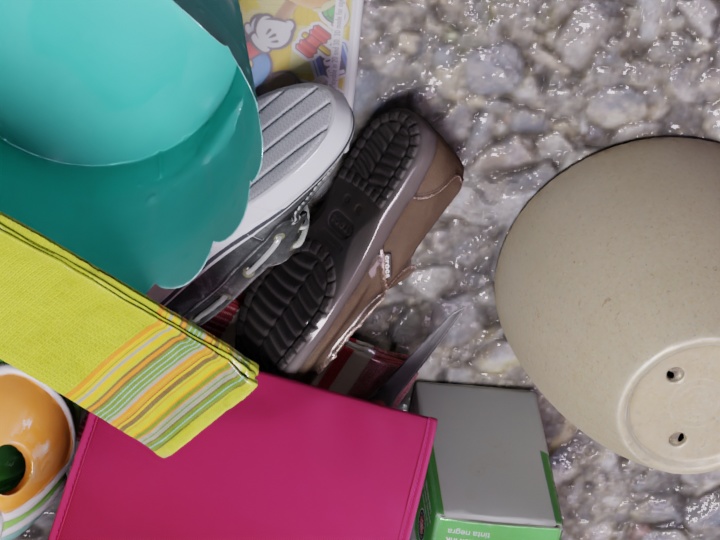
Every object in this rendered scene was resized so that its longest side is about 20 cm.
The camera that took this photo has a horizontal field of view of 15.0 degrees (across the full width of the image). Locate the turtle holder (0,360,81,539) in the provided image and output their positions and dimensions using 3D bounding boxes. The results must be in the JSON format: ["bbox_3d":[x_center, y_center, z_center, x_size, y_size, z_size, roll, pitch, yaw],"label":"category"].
[{"bbox_3d":[-0.262,0.108,1.642,0.185,0.132,0.141,-3,131,7],"label":"turtle holder"}]

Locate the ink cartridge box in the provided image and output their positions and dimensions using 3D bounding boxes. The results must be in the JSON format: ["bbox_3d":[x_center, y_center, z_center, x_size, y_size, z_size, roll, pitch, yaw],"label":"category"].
[{"bbox_3d":[0.063,0.193,1.744,0.083,0.147,0.200,5,122,-9],"label":"ink cartridge box"}]

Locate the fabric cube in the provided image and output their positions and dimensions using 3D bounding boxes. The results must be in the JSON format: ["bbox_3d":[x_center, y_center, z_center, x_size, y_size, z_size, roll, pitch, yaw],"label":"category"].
[{"bbox_3d":[-0.085,0.186,1.630,0.199,0.196,0.200,15,146,-1],"label":"fabric cube"}]

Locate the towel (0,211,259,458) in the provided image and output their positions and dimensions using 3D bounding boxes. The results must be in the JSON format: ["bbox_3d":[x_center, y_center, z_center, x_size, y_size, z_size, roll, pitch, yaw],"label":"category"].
[{"bbox_3d":[-0.157,0.035,1.492,0.200,0.018,0.086,32,122,-27],"label":"towel"}]

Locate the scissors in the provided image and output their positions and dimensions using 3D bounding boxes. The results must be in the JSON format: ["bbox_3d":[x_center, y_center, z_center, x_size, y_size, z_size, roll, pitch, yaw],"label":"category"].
[{"bbox_3d":[0.007,0.095,1.722,0.200,0.014,0.073,-36,118,18],"label":"scissors"}]

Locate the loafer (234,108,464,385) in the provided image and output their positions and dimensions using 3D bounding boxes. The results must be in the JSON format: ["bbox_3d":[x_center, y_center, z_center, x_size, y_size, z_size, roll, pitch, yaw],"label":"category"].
[{"bbox_3d":[0.000,0.000,1.638,0.071,0.073,0.200,21,112,-41],"label":"loafer"}]

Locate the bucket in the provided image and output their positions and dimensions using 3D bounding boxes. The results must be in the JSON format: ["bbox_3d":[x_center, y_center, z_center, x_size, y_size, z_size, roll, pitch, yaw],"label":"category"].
[{"bbox_3d":[-0.151,-0.097,1.494,0.207,0.135,0.207,-2,123,-3],"label":"bucket"}]

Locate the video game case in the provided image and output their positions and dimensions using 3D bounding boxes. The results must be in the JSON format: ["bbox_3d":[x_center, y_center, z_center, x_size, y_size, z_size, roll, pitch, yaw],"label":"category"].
[{"bbox_3d":[-0.088,-0.156,1.560,0.182,0.023,0.200,0,124,-8],"label":"video game case"}]

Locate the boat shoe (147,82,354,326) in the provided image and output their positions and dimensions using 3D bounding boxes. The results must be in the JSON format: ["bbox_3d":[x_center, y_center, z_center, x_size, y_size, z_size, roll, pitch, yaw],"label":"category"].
[{"bbox_3d":[-0.064,-0.037,1.601,0.071,0.072,0.200,23,132,-37],"label":"boat shoe"}]

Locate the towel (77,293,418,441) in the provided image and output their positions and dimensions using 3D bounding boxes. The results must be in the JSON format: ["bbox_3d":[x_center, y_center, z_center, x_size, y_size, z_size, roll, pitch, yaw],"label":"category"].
[{"bbox_3d":[-0.082,0.078,1.721,0.200,0.023,0.144,22,120,-19],"label":"towel"}]

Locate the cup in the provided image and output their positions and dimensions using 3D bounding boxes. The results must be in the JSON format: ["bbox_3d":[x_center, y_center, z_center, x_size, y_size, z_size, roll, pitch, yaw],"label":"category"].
[{"bbox_3d":[0.191,0.040,1.662,0.200,0.143,0.200,-4,124,-6],"label":"cup"}]
